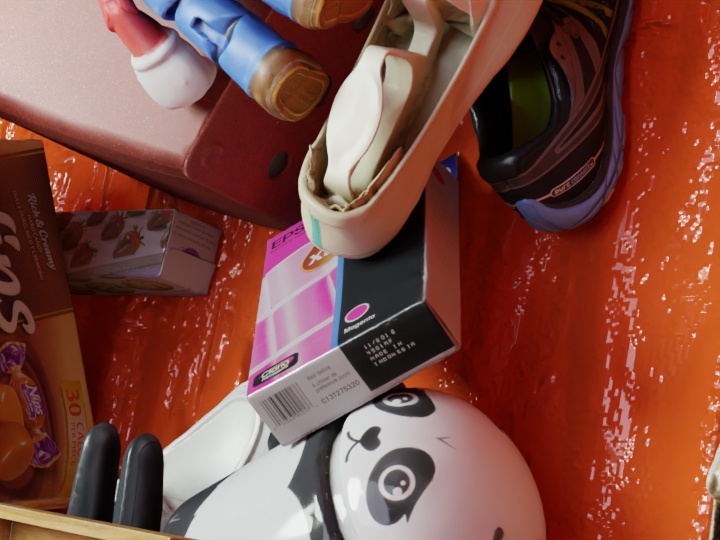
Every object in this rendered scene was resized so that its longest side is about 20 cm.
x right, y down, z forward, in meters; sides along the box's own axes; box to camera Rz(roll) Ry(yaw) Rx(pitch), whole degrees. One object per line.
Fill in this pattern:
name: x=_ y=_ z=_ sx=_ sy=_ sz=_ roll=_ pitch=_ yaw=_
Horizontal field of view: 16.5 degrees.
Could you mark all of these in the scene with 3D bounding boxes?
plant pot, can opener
plant pot: x=-0.079 y=-0.127 z=1.263 sx=0.176 sy=0.200 sz=0.200 roll=33 pitch=95 yaw=34
can opener: x=-0.124 y=0.173 z=1.198 sx=0.063 sy=0.079 sz=0.201 roll=3 pitch=96 yaw=26

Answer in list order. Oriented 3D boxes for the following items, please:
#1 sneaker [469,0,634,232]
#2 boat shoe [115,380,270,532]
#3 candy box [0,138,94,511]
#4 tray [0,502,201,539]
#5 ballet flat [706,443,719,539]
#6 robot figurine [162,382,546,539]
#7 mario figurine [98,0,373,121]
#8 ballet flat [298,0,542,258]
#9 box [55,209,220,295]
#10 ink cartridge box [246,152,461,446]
sneaker: x=0.084 y=-0.119 z=1.179 sx=0.071 sy=0.083 sz=0.200 roll=-17 pitch=61 yaw=36
boat shoe: x=-0.104 y=0.131 z=1.248 sx=0.200 sy=0.066 sz=0.072 roll=-49 pitch=46 yaw=14
candy box: x=-0.208 y=0.029 z=1.314 sx=0.056 sy=0.116 sz=0.201 roll=-18 pitch=77 yaw=38
tray: x=-0.130 y=0.162 z=1.126 sx=0.200 sy=0.037 sz=0.099 roll=1 pitch=81 yaw=56
ballet flat: x=0.167 y=0.112 z=1.011 sx=0.068 sy=0.067 sz=0.201 roll=-6 pitch=68 yaw=40
robot figurine: x=-0.012 y=0.133 z=1.121 sx=0.200 sy=0.125 sz=0.151 roll=-31 pitch=80 yaw=28
mario figurine: x=-0.081 y=-0.156 z=1.142 sx=0.200 sy=0.106 sz=0.124 roll=37 pitch=73 yaw=20
ballet flat: x=0.028 y=-0.099 z=1.113 sx=0.069 sy=0.069 sz=0.201 roll=18 pitch=79 yaw=45
box: x=-0.162 y=-0.009 z=1.382 sx=0.199 sy=0.041 sz=0.039 roll=0 pitch=72 yaw=41
ink cartridge box: x=0.000 y=0.000 z=1.161 sx=0.094 sy=0.037 sz=0.200 roll=-30 pitch=21 yaw=16
